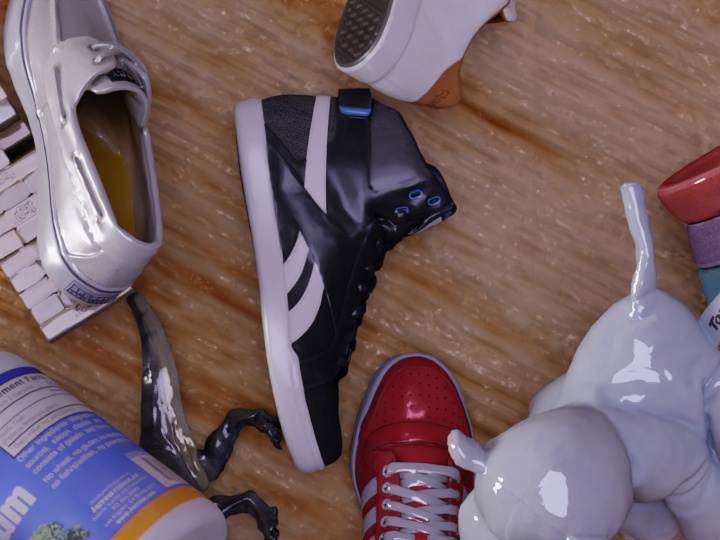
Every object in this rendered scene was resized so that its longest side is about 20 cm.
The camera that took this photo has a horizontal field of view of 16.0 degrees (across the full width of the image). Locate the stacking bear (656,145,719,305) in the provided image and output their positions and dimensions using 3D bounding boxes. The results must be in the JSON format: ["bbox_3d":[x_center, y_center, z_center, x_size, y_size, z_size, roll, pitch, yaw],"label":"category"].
[{"bbox_3d":[0.248,0.021,1.344,0.113,0.121,0.201,-28,94,-6],"label":"stacking bear"}]

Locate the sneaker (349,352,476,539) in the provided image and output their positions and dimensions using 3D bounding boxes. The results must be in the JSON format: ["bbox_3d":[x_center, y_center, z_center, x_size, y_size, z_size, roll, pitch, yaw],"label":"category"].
[{"bbox_3d":[0.027,0.141,1.321,0.071,0.112,0.201,3,86,-2],"label":"sneaker"}]

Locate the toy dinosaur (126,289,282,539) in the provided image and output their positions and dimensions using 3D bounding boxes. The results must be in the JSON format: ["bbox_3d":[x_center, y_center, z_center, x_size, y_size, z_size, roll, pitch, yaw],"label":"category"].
[{"bbox_3d":[-0.086,0.109,1.356,0.088,0.047,0.201,0,82,5],"label":"toy dinosaur"}]

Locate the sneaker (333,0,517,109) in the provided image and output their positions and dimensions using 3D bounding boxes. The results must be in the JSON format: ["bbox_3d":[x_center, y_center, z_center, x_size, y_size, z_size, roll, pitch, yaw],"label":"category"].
[{"bbox_3d":[0.053,-0.181,1.381,0.084,0.073,0.201,27,78,-30],"label":"sneaker"}]

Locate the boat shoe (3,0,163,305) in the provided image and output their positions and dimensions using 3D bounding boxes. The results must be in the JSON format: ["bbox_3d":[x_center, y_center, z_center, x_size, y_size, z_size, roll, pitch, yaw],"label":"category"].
[{"bbox_3d":[-0.135,-0.084,1.324,0.071,0.070,0.201,16,53,-37],"label":"boat shoe"}]

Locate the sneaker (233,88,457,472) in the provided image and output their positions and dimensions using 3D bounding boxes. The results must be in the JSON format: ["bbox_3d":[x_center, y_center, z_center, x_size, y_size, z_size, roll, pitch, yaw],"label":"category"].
[{"bbox_3d":[0.000,0.000,1.351,0.111,0.073,0.201,-9,85,-1],"label":"sneaker"}]

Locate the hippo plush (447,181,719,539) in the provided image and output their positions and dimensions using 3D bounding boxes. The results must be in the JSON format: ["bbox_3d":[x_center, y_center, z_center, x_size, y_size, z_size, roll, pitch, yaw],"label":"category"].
[{"bbox_3d":[0.134,0.103,1.268,0.159,0.200,0.161,33,48,14],"label":"hippo plush"}]

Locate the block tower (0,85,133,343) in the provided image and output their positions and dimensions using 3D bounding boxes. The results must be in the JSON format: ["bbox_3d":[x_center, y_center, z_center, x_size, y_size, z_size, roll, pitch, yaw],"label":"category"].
[{"bbox_3d":[-0.195,-0.057,1.360,0.054,0.058,0.200,-33,85,-4],"label":"block tower"}]

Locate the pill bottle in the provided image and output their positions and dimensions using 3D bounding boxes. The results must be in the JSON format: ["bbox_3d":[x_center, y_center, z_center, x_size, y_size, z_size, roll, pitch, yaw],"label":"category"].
[{"bbox_3d":[-0.175,0.112,1.304,0.200,0.112,0.112,34,85,20],"label":"pill bottle"}]
